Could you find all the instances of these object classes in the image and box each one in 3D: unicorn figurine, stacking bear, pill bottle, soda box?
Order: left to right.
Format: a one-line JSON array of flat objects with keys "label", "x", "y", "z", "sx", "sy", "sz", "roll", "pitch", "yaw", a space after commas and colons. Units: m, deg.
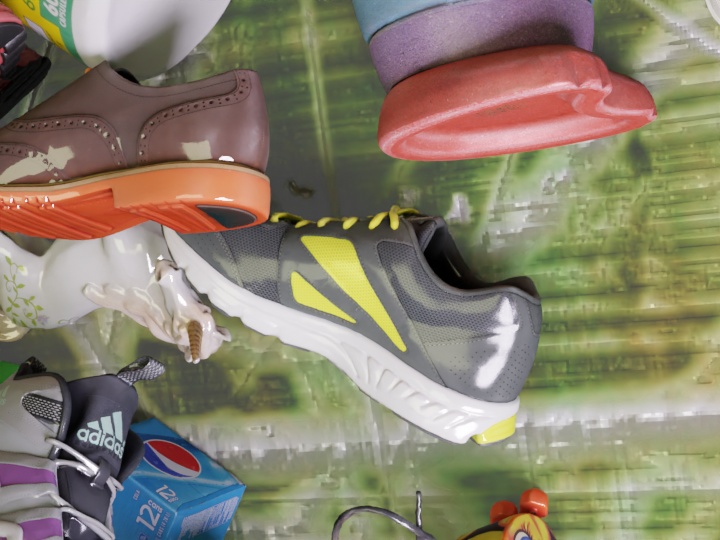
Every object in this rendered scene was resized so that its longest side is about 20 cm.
[{"label": "pill bottle", "x": -0.160, "y": -0.185, "z": 0.982, "sx": 0.200, "sy": 0.113, "sz": 0.113, "roll": 34, "pitch": 113, "yaw": 22}, {"label": "unicorn figurine", "x": -0.132, "y": -0.011, "z": 1.024, "sx": 0.199, "sy": 0.074, "sz": 0.138, "roll": -17, "pitch": 89, "yaw": 48}, {"label": "soda box", "x": -0.135, "y": 0.180, "z": 1.050, "sx": 0.068, "sy": 0.064, "sz": 0.201, "roll": 33, "pitch": 112, "yaw": 23}, {"label": "stacking bear", "x": 0.047, "y": -0.157, "z": 0.871, "sx": 0.113, "sy": 0.121, "sz": 0.201, "roll": -11, "pitch": 82, "yaw": 21}]

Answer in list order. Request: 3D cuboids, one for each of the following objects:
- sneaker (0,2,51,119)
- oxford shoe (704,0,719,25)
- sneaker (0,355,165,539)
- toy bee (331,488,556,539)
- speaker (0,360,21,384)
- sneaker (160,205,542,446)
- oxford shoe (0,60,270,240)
[{"label": "sneaker", "x": -0.205, "y": -0.115, "z": 0.989, "sx": 0.074, "sy": 0.200, "sz": 0.087, "roll": -44, "pitch": 89, "yaw": -12}, {"label": "oxford shoe", "x": 0.212, "y": -0.159, "z": 0.798, "sx": 0.200, "sy": 0.058, "sz": 0.076, "roll": -32, "pitch": 83, "yaw": 32}, {"label": "sneaker", "x": -0.131, "y": 0.102, "z": 0.935, "sx": 0.140, "sy": 0.078, "sz": 0.200, "roll": -49, "pitch": 46, "yaw": -4}, {"label": "toy bee", "x": 0.080, "y": 0.153, "z": 0.910, "sx": 0.130, "sy": 0.109, "sz": 0.201, "roll": -3, "pitch": 121, "yaw": 23}, {"label": "speaker", "x": -0.212, "y": 0.152, "z": 1.080, "sx": 0.088, "sy": 0.088, "sz": 0.201, "roll": 27, "pitch": 110, "yaw": 24}, {"label": "sneaker", "x": 0.000, "y": 0.000, "z": 0.947, "sx": 0.199, "sy": 0.074, "sz": 0.085, "roll": 30, "pitch": 106, "yaw": 14}, {"label": "oxford shoe", "x": -0.128, "y": -0.056, "z": 0.943, "sx": 0.199, "sy": 0.071, "sz": 0.073, "roll": -1, "pitch": 78, "yaw": 24}]
